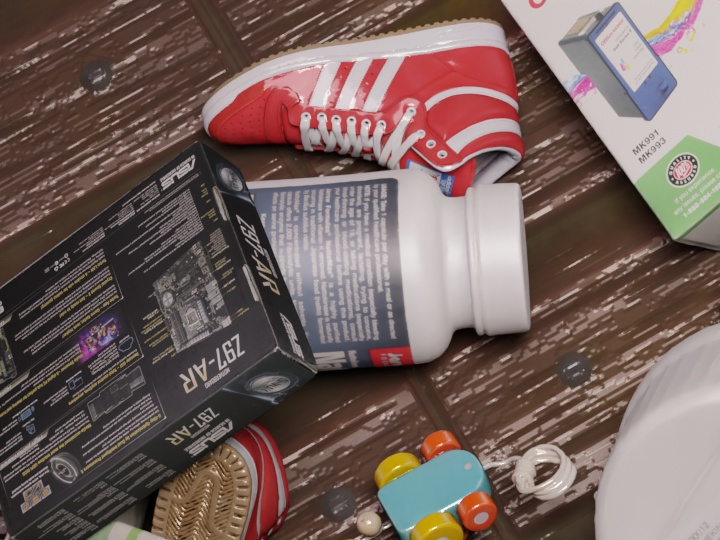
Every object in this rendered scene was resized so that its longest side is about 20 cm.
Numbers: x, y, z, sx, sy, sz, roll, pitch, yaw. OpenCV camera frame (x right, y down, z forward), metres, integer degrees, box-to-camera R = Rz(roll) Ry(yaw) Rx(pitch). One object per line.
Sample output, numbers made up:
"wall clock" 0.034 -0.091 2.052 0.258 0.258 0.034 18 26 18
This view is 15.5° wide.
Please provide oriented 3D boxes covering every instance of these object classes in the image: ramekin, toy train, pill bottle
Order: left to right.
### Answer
"pill bottle" 0.000 0.000 1.594 0.199 0.120 0.120 -4 70 6
"toy train" 0.046 0.186 1.526 0.150 0.056 0.200 11 53 30
"ramekin" 0.226 0.134 1.469 0.200 0.098 0.201 6 108 19

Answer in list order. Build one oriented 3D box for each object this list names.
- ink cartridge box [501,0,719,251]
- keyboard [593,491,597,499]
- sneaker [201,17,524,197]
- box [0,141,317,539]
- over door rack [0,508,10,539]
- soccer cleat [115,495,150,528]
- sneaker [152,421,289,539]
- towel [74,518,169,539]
"ink cartridge box" 0.203 -0.135 1.609 0.145 0.087 0.200 -41 66 22
"keyboard" 0.233 0.128 1.525 0.199 0.011 0.056 -19 96 25
"sneaker" 0.005 -0.083 1.650 0.199 0.071 0.113 -14 66 0
"box" -0.134 0.045 1.515 0.200 0.044 0.161 -36 52 16
"over door rack" -0.256 0.223 1.517 0.066 0.148 0.201 20 81 13
"soccer cleat" -0.133 0.072 1.615 0.077 0.069 0.201 -2 67 3
"sneaker" -0.100 0.181 1.572 0.071 0.112 0.201 24 104 7
"towel" -0.100 0.232 1.472 0.199 0.023 0.153 15 92 36
